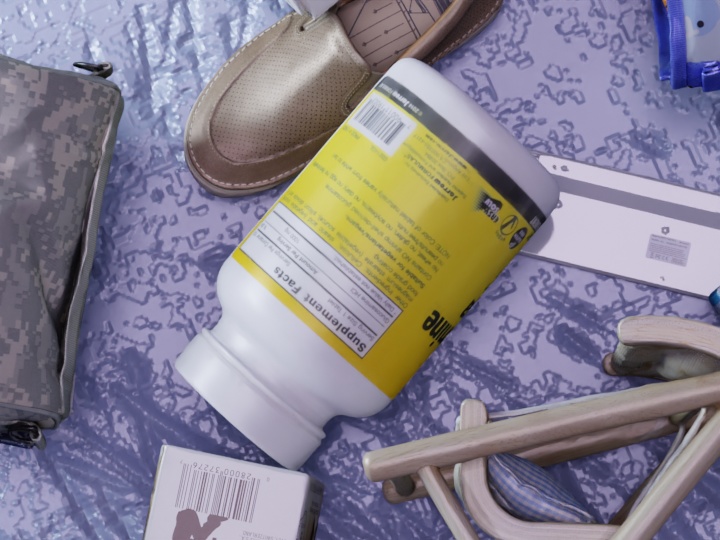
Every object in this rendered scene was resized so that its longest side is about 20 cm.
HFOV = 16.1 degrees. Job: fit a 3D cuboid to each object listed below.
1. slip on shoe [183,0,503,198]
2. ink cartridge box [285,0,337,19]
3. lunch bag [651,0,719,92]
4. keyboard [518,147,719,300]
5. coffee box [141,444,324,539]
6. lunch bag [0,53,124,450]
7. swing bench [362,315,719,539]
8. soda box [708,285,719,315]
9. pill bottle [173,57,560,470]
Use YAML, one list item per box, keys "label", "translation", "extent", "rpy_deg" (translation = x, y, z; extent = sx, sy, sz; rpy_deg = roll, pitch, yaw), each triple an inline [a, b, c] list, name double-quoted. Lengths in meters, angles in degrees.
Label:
- label: "slip on shoe"
  translation: [-0.010, -0.112, 1.340]
  extent: [0.199, 0.061, 0.076]
  rpy_deg: [-31, 82, -1]
- label: "ink cartridge box"
  translation: [-0.002, -0.253, 1.318]
  extent: [0.200, 0.083, 0.145]
  rpy_deg: [-40, 115, -3]
- label: "lunch bag"
  translation: [0.227, -0.194, 1.308]
  extent: [0.168, 0.124, 0.202]
  rpy_deg: [-7, 73, 3]
- label: "keyboard"
  translation: [0.165, -0.018, 1.346]
  extent: [0.198, 0.011, 0.057]
  rpy_deg: [14, 89, 5]
- label: "coffee box"
  translation: [-0.077, 0.196, 1.278]
  extent: [0.079, 0.113, 0.202]
  rpy_deg: [11, 84, 5]
- label: "lunch bag"
  translation: [-0.215, -0.020, 1.300]
  extent: [0.166, 0.139, 0.202]
  rpy_deg: [10, 84, 5]
- label: "swing bench"
  translation: [0.120, 0.102, 1.236]
  extent: [0.199, 0.199, 0.130]
  rpy_deg: [-31, 82, -2]
- label: "soda box"
  translation: [0.266, 0.070, 1.296]
  extent: [0.068, 0.064, 0.200]
  rpy_deg: [-38, 85, 1]
- label: "pill bottle"
  translation: [0.000, 0.000, 1.298]
  extent: [0.112, 0.112, 0.200]
  rpy_deg: [41, 90, 7]
